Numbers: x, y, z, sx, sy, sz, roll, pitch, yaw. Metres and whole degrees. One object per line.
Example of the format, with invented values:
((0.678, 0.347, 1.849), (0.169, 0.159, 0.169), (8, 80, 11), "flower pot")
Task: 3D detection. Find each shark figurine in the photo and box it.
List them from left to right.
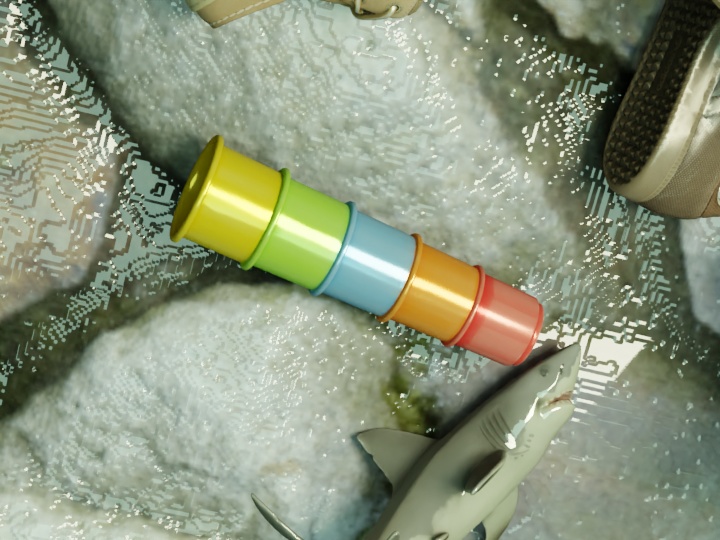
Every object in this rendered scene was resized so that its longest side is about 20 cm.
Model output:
((0.022, 0.115, 1.040), (0.089, 0.214, 0.128), (38, 136, 22), "shark figurine")

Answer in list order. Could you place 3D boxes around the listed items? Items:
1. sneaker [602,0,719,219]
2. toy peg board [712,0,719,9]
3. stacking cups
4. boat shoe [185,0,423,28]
((0.199, -0.120, 1.019), (0.075, 0.070, 0.201), (20, 107, -31), "sneaker")
((0.219, -0.224, 0.912), (0.199, 0.098, 0.200), (-39, 69, 7), "toy peg board")
((0.000, 0.000, 1.026), (0.199, 0.061, 0.061), (27, 101, -14), "stacking cups")
((0.011, -0.155, 0.976), (0.199, 0.071, 0.065), (-21, 106, -1), "boat shoe")
